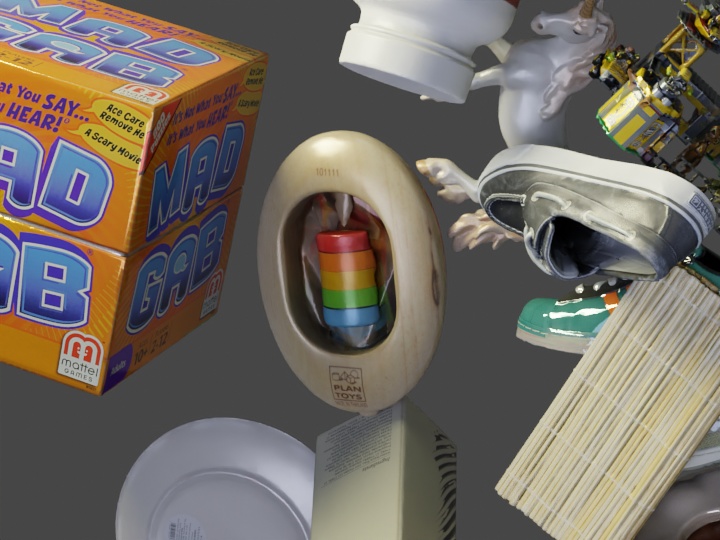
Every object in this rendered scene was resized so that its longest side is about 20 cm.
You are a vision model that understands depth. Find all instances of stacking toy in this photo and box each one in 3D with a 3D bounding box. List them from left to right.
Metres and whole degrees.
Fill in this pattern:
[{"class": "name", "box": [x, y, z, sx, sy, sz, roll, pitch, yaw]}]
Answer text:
[{"class": "stacking toy", "box": [0.262, 0.242, 1.693, 0.146, 0.146, 0.200, -11, 120, 23]}]

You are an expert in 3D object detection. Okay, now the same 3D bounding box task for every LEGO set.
[{"class": "LEGO set", "box": [0.250, -0.095, 1.571, 0.200, 0.154, 0.116, 45, 115, 0]}]

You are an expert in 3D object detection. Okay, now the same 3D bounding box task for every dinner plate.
[{"class": "dinner plate", "box": [-0.091, 0.205, 1.850, 0.200, 0.024, 0.201, 6, 106, 20]}]

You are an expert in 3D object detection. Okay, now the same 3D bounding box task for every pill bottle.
[{"class": "pill bottle", "box": [0.056, -0.213, 1.596, 0.112, 0.112, 0.201, 17, 89, 15]}]

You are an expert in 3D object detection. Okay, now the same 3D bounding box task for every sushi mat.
[{"class": "sushi mat", "box": [0.176, 0.092, 1.639, 0.096, 0.012, 0.200, 37, 106, 16]}]

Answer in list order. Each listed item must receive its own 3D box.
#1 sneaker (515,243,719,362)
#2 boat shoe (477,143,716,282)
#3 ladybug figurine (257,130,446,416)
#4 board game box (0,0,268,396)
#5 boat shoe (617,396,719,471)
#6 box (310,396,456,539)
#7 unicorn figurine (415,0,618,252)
[{"class": "sneaker", "box": [0.200, 0.019, 1.670, 0.199, 0.071, 0.080, 1, 90, 23]}, {"class": "boat shoe", "box": [0.132, -0.027, 1.574, 0.200, 0.068, 0.072, 13, 148, 51]}, {"class": "ladybug figurine", "box": [0.000, 0.000, 1.729, 0.135, 0.072, 0.201, 4, 106, 23]}, {"class": "board game box", "box": [-0.205, -0.063, 1.719, 0.199, 0.200, 0.200, 18, 110, 15]}, {"class": "boat shoe", "box": [0.236, 0.093, 1.672, 0.201, 0.074, 0.065, -4, 97, 17]}, {"class": "box", "box": [0.016, 0.186, 1.706, 0.082, 0.200, 0.068, -27, 127, 26]}, {"class": "unicorn figurine", "box": [0.105, -0.110, 1.669, 0.137, 0.074, 0.200, 3, 122, 19]}]
